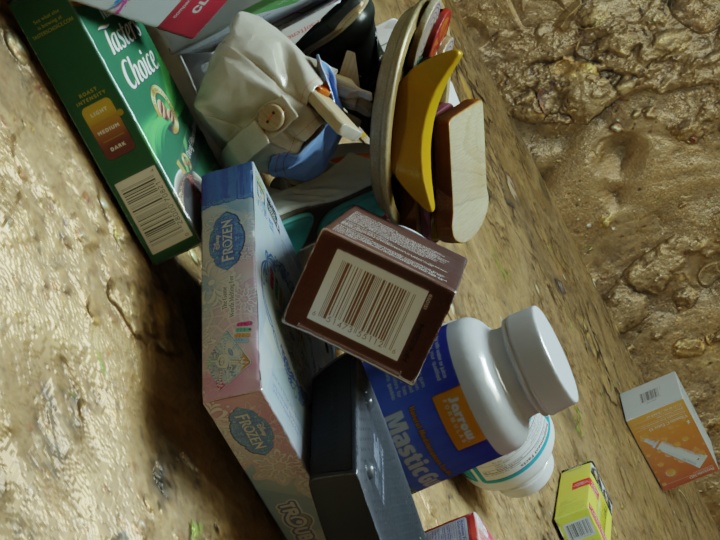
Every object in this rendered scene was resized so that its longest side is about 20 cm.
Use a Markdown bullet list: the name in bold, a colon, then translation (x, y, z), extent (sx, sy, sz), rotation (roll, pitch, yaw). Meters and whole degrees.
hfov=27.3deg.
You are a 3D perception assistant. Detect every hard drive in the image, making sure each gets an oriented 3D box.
- **hard drive**: translation (0.009, 0.167, 1.005), extent (0.135, 0.042, 0.201), rotation (-91, 165, -53)

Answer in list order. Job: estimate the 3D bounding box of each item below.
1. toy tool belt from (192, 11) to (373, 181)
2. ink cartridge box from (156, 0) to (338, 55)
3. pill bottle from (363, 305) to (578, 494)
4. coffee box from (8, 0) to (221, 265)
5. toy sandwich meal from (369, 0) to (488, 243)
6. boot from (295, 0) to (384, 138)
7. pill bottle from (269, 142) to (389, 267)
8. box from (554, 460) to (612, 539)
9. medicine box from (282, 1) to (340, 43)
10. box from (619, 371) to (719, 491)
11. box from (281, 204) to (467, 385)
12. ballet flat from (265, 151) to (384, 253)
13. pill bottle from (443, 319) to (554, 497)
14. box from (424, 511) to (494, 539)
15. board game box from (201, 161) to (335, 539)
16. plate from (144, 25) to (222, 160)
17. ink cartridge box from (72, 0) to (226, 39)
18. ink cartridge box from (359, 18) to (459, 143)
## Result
- **toy tool belt**: translation (-0.047, -0.115, 1.134), extent (0.122, 0.126, 0.200), rotation (25, 0, 7)
- **ink cartridge box**: translation (-0.079, -0.242, 1.195), extent (0.084, 0.144, 0.200), rotation (65, 14, -4)
- **pill bottle**: translation (0.064, 0.105, 1.163), extent (0.112, 0.199, 0.112), rotation (57, 16, -27)
- **coffee box**: translation (-0.160, -0.114, 1.028), extent (0.201, 0.044, 0.123), rotation (62, 15, -13)
- **toy sandwich meal**: translation (0.063, -0.115, 1.177), extent (0.205, 0.070, 0.207), rotation (10, 90, -75)
- **boot**: translation (0.016, -0.159, 1.245), extent (0.138, 0.077, 0.200), rotation (48, -3, -3)
- **pill bottle**: translation (0.000, 0.000, 1.289), extent (0.201, 0.109, 0.109), rotation (69, 15, 15)
- **box**: translation (0.296, 0.319, 1.964), extent (0.076, 0.050, 0.200), rotation (65, 14, -4)
- **medicine box**: translation (-0.100, -0.324, 1.474), extent (0.200, 0.102, 0.183), rotation (35, 33, -62)
- **box**: translation (0.621, 0.325, 2.985), extent (0.201, 0.124, 0.098), rotation (58, 16, -26)
- **box**: translation (0.014, 0.011, 1.044), extent (0.100, 0.075, 0.200), rotation (26, 10, 3)
- **ballet flat**: translation (-0.054, -0.048, 1.186), extent (0.199, 0.069, 0.070), rotation (-26, 92, -42)
- **pill bottle**: translation (0.128, 0.149, 1.510), extent (0.200, 0.110, 0.111), rotation (54, 18, -39)
- **box**: translation (0.071, 0.291, 1.089), extent (0.096, 0.099, 0.201), rotation (56, 16, -33)
- **board game box**: translation (-0.057, 0.066, 1.020), extent (0.201, 0.043, 0.200), rotation (67, 12, -46)
- **plate**: translation (-0.135, -0.180, 1.253), extent (0.201, 0.032, 0.200), rotation (64, 14, -2)
- **ink cartridge box**: translation (-0.178, -0.244, 0.965), extent (0.146, 0.083, 0.200), rotation (52, 19, 18)
- **ink cartridge box**: translation (0.036, -0.210, 1.753), extent (0.200, 0.116, 0.068), rotation (36, 32, -61)
